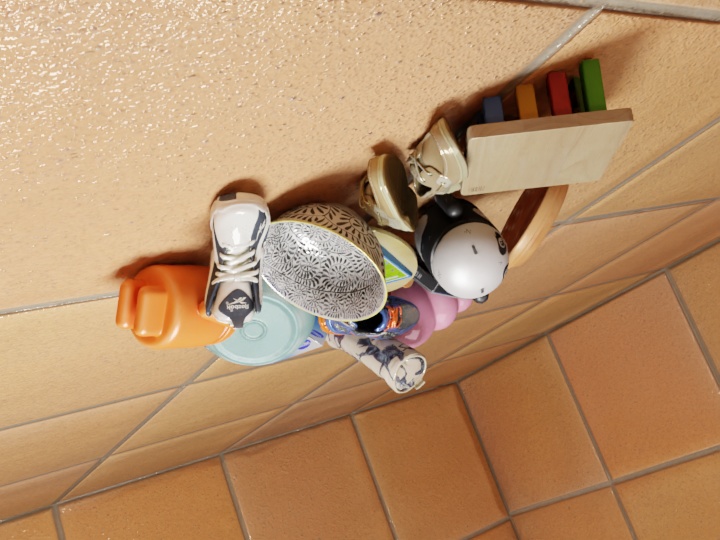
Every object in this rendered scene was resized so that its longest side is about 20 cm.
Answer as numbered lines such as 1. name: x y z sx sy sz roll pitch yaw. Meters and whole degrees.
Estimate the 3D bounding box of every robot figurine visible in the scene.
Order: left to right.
1. robot figurine: -0.244 0.051 1.170 0.143 0.118 0.199 -31 162 30
2. robot figurine: 0.157 -0.039 1.306 0.149 0.200 0.126 26 106 -21

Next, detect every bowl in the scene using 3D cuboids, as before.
1. bowl: -0.043 -0.030 1.154 0.198 0.095 0.202 15 143 12

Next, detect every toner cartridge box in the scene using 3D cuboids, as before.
1. toner cartridge box: -0.145 0.111 1.502 0.095 0.044 0.199 35 149 -20

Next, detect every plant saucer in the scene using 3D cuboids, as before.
1. plant saucer: -0.169 0.084 1.324 0.197 0.036 0.202 -4 127 -5
2. plant saucer: 0.275 -0.086 1.333 0.202 0.037 0.200 -61 -177 6

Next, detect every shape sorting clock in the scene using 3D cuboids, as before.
1. shape sorting clock: -0.011 -0.016 1.288 0.197 0.040 0.201 2 153 1

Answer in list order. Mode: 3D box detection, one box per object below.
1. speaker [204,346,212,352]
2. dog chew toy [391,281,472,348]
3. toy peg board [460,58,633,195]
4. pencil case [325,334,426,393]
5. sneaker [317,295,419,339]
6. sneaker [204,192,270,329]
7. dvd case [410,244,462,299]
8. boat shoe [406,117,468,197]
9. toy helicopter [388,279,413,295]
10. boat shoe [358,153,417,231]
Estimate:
1. speaker: -0.171 0.060 1.378 0.198 0.082 0.081 -25 165 12
2. dog chew toy: 0.122 0.062 1.538 0.198 0.126 0.125 -22 166 -20
3. toy peg board: 0.229 -0.187 1.099 0.196 0.099 0.200 -6 165 2
4. pencil case: 0.025 0.139 1.466 0.078 0.199 0.089 -55 142 -6
5. sneaker: 0.026 0.080 1.364 0.198 0.076 0.078 -2 -176 -40
6. sneaker: -0.153 0.001 1.051 0.078 0.131 0.200 2 151 -21
7. dvd case: 0.104 -0.006 1.420 0.025 0.150 0.200 -56 157 9
8. boat shoe: 0.096 -0.137 1.090 0.064 0.073 0.200 -22 171 0
9. toy helicopter: 0.000 0.000 1.396 0.198 0.080 0.132 8 173 -32
10. boat shoe: 0.031 -0.098 1.127 0.065 0.075 0.200 1 163 14
